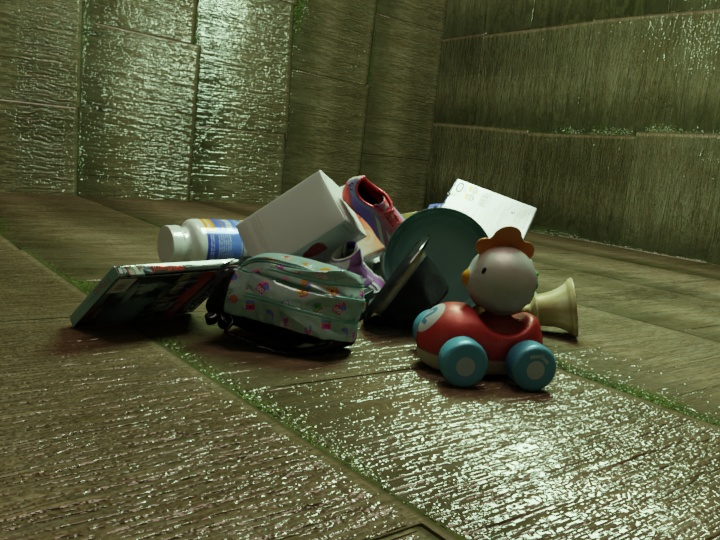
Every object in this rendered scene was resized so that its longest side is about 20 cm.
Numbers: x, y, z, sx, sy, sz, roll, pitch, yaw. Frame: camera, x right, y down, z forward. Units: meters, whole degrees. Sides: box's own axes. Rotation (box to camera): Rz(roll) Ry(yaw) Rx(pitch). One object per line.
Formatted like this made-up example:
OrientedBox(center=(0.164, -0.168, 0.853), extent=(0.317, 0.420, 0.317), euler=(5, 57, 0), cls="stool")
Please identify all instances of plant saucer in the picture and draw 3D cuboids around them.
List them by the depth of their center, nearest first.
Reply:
OrientedBox(center=(0.142, -0.013, 1.245), extent=(0.199, 0.201, 0.027), euler=(8, -1, 11), cls="plant saucer")

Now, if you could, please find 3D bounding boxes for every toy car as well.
OrientedBox(center=(0.170, 0.037, 0.935), extent=(0.176, 0.201, 0.184), euler=(4, 9, -9), cls="toy car")

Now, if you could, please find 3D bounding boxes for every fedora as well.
OrientedBox(center=(0.089, 0.035, 1.142), extent=(0.091, 0.201, 0.201), euler=(37, 12, 3), cls="fedora")

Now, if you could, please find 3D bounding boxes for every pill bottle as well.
OrientedBox(center=(-0.320, -0.053, 1.455), extent=(0.199, 0.113, 0.112), euler=(-1, 11, -40), cls="pill bottle")

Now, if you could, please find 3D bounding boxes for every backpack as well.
OrientedBox(center=(-0.094, 0.043, 0.966), extent=(0.199, 0.127, 0.167), euler=(12, 7, 19), cls="backpack")

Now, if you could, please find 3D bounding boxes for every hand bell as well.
OrientedBox(center=(0.279, 0.074, 1.224), extent=(0.199, 0.105, 0.104), euler=(-5, 7, 11), cls="hand bell")

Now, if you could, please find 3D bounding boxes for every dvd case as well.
OrientedBox(center=(-0.289, 0.030, 0.977), extent=(0.199, 0.022, 0.146), euler=(-8, -24, -50), cls="dvd case")

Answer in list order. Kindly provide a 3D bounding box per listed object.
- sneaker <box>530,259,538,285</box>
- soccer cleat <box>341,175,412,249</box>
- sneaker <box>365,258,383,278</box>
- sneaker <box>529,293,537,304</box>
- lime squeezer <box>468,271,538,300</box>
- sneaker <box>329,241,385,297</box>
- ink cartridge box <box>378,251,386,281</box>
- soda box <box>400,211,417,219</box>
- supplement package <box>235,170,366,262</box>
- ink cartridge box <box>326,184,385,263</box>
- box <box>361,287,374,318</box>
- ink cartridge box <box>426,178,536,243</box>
OrientedBox(center=(0.332, 0.001, 1.432), extent=(0.075, 0.087, 0.200), euler=(17, -8, 6), cls="sneaker")
OrientedBox(center=(0.049, -0.097, 1.276), extent=(0.200, 0.067, 0.076), euler=(43, -23, -10), cls="soccer cleat")
OrientedBox(center=(0.044, -0.006, 1.511), extent=(0.199, 0.076, 0.115), euler=(4, 6, -31), cls="sneaker")
OrientedBox(center=(0.243, 0.049, 1.320), extent=(0.199, 0.076, 0.116), euler=(7, 13, 10), cls="sneaker")
OrientedBox(center=(0.239, 0.039, 1.273), extent=(0.199, 0.038, 0.071), euler=(-12, 3, 5), cls="lime squeezer")
OrientedBox(center=(0.001, 0.000, 1.331), extent=(0.072, 0.115, 0.200), euler=(8, 8, 24), cls="sneaker")
OrientedBox(center=(0.155, -0.028, 1.411), extent=(0.199, 0.083, 0.147), euler=(-13, -10, -18), cls="ink cartridge box")
OrientedBox(center=(0.030, -0.070, 1.460), extent=(0.199, 0.064, 0.068), euler=(-11, -14, -6), cls="soda box")
OrientedBox(center=(-0.112, -0.075, 1.316), extent=(0.199, 0.120, 0.121), euler=(-32, -21, 11), cls="supplement package")
OrientedBox(center=(-0.072, -0.074, 1.394), extent=(0.199, 0.163, 0.050), euler=(-21, -18, -12), cls="ink cartridge box")
OrientedBox(center=(-0.093, 0.050, 1.178), extent=(0.199, 0.044, 0.160), euler=(9, 10, 17), cls="box")
OrientedBox(center=(0.219, -0.090, 1.318), extent=(0.199, 0.077, 0.137), euler=(24, 52, 12), cls="ink cartridge box")
